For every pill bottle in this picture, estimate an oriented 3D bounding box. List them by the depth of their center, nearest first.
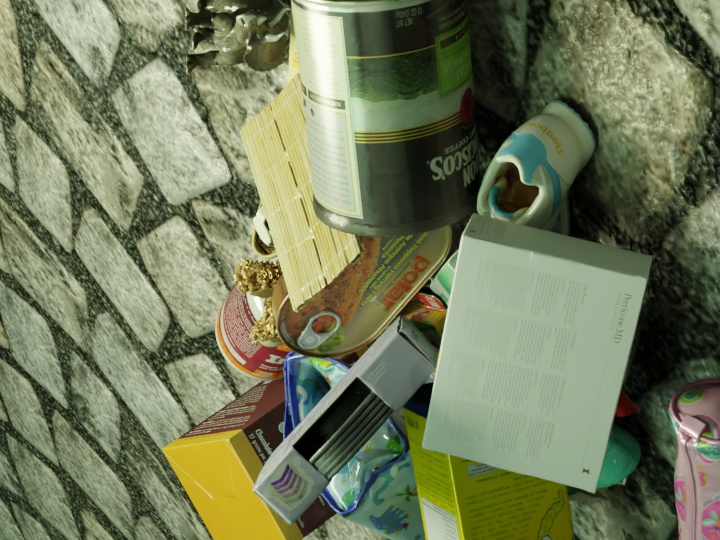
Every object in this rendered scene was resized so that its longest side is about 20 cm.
[{"bbox_3d":[-0.078,0.037,1.852,0.113,0.113,0.200,54,153,6],"label":"pill bottle"}]

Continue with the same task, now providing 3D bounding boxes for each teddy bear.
[{"bbox_3d":[-0.048,0.010,1.682,0.201,0.143,0.067,81,-175,-54],"label":"teddy bear"}]

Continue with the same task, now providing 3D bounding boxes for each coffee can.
[{"bbox_3d":[0.022,-0.149,1.432,0.146,0.146,0.202,25,130,45],"label":"coffee can"}]

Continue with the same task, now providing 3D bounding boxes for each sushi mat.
[{"bbox_3d":[-0.054,-0.071,1.562,0.095,0.012,0.201,-38,57,33],"label":"sushi mat"}]

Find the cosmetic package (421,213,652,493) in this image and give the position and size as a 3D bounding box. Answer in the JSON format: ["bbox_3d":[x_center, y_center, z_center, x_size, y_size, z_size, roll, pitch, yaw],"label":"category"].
[{"bbox_3d":[0.141,0.068,1.416,0.149,0.052,0.202,15,117,10],"label":"cosmetic package"}]

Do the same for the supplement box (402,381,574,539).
[{"bbox_3d":[0.117,0.199,1.570,0.109,0.108,0.202,-164,63,-71],"label":"supplement box"}]

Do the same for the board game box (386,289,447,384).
[{"bbox_3d":[0.087,0.096,1.662,0.095,0.030,0.201,13,140,54],"label":"board game box"}]

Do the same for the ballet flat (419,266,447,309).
[{"bbox_3d":[0.059,-0.004,1.672,0.200,0.046,0.067,42,177,37],"label":"ballet flat"}]

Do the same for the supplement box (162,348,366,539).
[{"bbox_3d":[-0.074,0.193,1.914,0.134,0.199,0.197,60,152,-7],"label":"supplement box"}]

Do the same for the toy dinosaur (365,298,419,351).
[{"bbox_3d":[0.061,0.072,1.747,0.100,0.058,0.201,11,138,35],"label":"toy dinosaur"}]

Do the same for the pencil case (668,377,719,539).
[{"bbox_3d":[0.297,0.184,1.433,0.087,0.087,0.201,30,141,40],"label":"pencil case"}]

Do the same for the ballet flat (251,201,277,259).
[{"bbox_3d":[-0.067,-0.072,1.656,0.069,0.063,0.201,46,152,20],"label":"ballet flat"}]

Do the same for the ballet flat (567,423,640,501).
[{"bbox_3d":[0.204,0.182,1.598,0.070,0.068,0.200,31,161,-3],"label":"ballet flat"}]

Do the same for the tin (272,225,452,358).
[{"bbox_3d":[0.000,0.000,1.587,0.200,0.111,0.042,-48,34,26],"label":"tin"}]

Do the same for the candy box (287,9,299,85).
[{"bbox_3d":[-0.013,-0.147,1.617,0.115,0.055,0.201,42,150,27],"label":"candy box"}]

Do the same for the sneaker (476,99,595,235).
[{"bbox_3d":[0.132,-0.055,1.454,0.076,0.081,0.201,42,151,23],"label":"sneaker"}]

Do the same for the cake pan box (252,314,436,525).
[{"bbox_3d":[-0.010,0.124,1.518,0.052,0.184,0.200,41,-178,0],"label":"cake pan box"}]

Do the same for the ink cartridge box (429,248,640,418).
[{"bbox_3d":[0.146,0.065,1.523,0.200,0.050,0.161,51,172,4],"label":"ink cartridge box"}]

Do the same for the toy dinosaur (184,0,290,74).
[{"bbox_3d":[-0.106,-0.223,1.611,0.200,0.101,0.078,-78,-9,-70],"label":"toy dinosaur"}]

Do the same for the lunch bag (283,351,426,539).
[{"bbox_3d":[0.017,0.173,1.727,0.170,0.127,0.200,35,-165,-45],"label":"lunch bag"}]
